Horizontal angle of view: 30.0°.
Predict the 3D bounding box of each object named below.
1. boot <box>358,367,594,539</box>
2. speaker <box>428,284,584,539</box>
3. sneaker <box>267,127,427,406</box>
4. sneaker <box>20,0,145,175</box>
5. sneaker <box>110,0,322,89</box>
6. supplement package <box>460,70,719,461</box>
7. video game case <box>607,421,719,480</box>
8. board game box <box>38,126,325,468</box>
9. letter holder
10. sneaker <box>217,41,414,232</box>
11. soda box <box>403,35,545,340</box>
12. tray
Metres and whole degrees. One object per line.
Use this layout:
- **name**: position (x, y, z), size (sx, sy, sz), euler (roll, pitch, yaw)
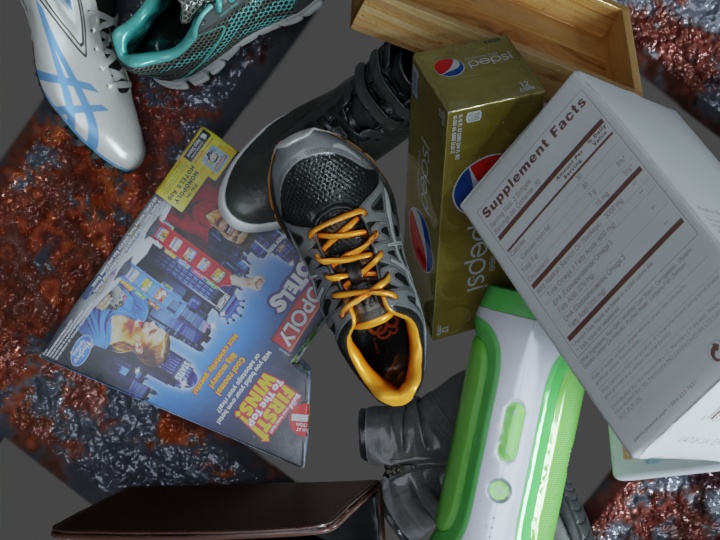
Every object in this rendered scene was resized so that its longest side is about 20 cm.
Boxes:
- **boot**: position (0.087, 0.171, 0.970), size (0.131, 0.070, 0.201), euler (-26, 84, 10)
- **speaker**: position (0.100, 0.115, 0.888), size (0.088, 0.088, 0.202), euler (12, 92, 2)
- **sneaker**: position (0.000, 0.000, 0.874), size (0.078, 0.077, 0.201), euler (-23, 115, 5)
- **sneaker**: position (-0.196, -0.166, 0.950), size (0.072, 0.072, 0.202), euler (-22, 92, 19)
- **sneaker**: position (-0.089, -0.188, 0.909), size (0.200, 0.091, 0.078), euler (-37, 83, 24)
- **supplement package**: position (0.173, -0.001, 0.788), size (0.118, 0.116, 0.201), euler (-50, 52, 27)
- **video game case**: position (0.233, 0.028, 0.822), size (0.199, 0.023, 0.184), euler (-15, 73, 41)
- **board game box**: position (-0.089, 0.037, 0.964), size (0.199, 0.062, 0.201), euler (37, 92, -2)
- **letter holder**: position (-0.094, 0.207, 0.913), size (0.198, 0.142, 0.102), euler (-4, 91, 15)
- **sneaker**: position (-0.010, -0.101, 0.902), size (0.199, 0.099, 0.071), euler (-34, 85, -17)
- **soda box**: position (0.071, -0.050, 0.887), size (0.067, 0.064, 0.201), euler (-14, 137, -14)
- **tray**: position (0.091, -0.169, 0.898), size (0.198, 0.099, 0.037), euler (18, 136, -16)
